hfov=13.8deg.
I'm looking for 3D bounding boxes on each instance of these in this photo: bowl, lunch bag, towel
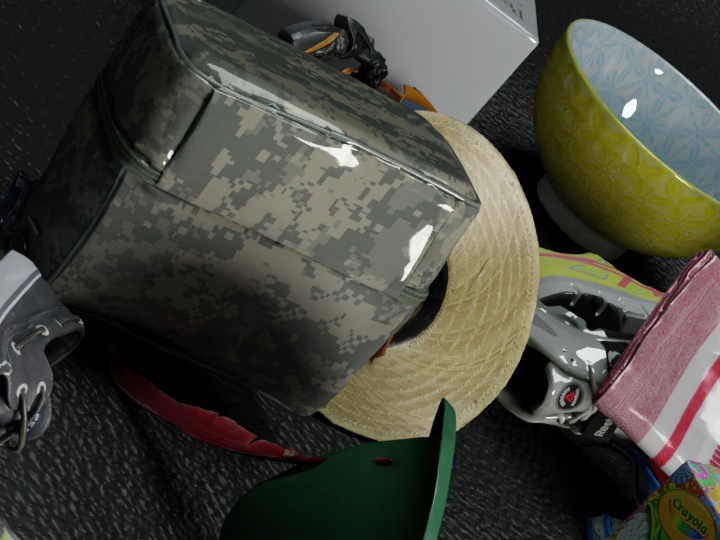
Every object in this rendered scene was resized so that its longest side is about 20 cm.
[{"bbox_3d":[0.188,-0.073,2.111,0.200,0.108,0.200,35,24,-18],"label":"bowl"},{"bbox_3d":[-0.065,-0.027,1.518,0.199,0.168,0.139,25,16,-24],"label":"lunch bag"},{"bbox_3d":[0.243,0.097,1.776,0.200,0.023,0.144,42,52,-5],"label":"towel"}]

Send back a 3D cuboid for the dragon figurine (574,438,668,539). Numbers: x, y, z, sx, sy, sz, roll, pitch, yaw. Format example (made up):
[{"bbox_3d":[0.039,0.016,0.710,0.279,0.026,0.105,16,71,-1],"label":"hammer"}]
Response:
[{"bbox_3d":[0.174,0.154,1.750,0.099,0.059,0.200,14,35,-49],"label":"dragon figurine"}]

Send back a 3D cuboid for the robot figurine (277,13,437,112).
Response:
[{"bbox_3d":[-0.021,-0.071,1.731,0.058,0.145,0.200,48,13,30],"label":"robot figurine"}]

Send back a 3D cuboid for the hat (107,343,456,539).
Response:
[{"bbox_3d":[-0.058,0.121,1.409,0.175,0.167,0.200,15,-11,-1],"label":"hat"}]

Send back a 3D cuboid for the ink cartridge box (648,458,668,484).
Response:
[{"bbox_3d":[0.260,0.151,1.884,0.116,0.067,0.200,12,38,-53],"label":"ink cartridge box"}]

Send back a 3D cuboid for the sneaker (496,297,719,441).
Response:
[{"bbox_3d":[0.138,0.072,1.793,0.199,0.074,0.089,19,26,2],"label":"sneaker"}]

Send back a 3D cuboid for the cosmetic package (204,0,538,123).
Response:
[{"bbox_3d":[0.000,-0.177,1.915,0.167,0.166,0.200,35,25,-18],"label":"cosmetic package"}]

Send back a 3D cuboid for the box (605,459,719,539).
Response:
[{"bbox_3d":[0.174,0.236,1.433,0.122,0.193,0.200,18,33,-45],"label":"box"}]

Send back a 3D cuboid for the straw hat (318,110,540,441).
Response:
[{"bbox_3d":[0.000,0.000,1.693,0.200,0.202,0.085,25,-12,-36],"label":"straw hat"}]

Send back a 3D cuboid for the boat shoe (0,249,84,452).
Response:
[{"bbox_3d":[-0.170,0.052,1.371,0.066,0.070,0.200,38,15,-5],"label":"boat shoe"}]

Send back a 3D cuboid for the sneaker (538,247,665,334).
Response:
[{"bbox_3d":[0.163,0.027,1.940,0.200,0.078,0.090,24,22,-41],"label":"sneaker"}]

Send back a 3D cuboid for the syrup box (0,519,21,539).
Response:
[{"bbox_3d":[-0.207,0.110,1.182,0.200,0.079,0.081,44,22,4],"label":"syrup box"}]
